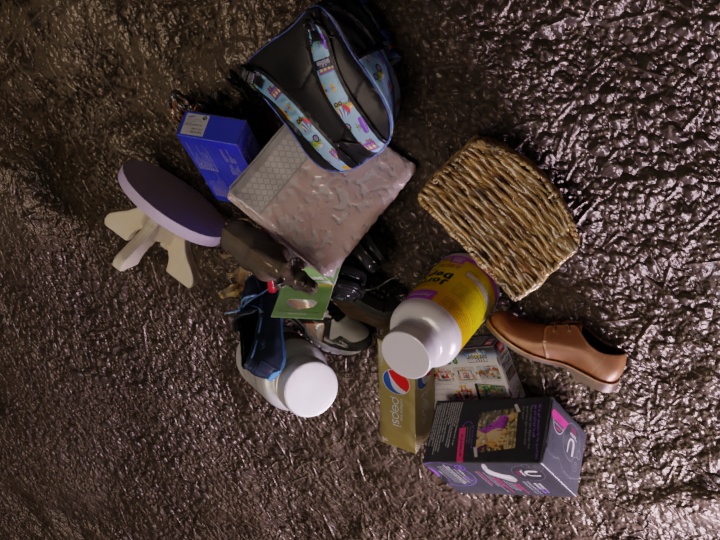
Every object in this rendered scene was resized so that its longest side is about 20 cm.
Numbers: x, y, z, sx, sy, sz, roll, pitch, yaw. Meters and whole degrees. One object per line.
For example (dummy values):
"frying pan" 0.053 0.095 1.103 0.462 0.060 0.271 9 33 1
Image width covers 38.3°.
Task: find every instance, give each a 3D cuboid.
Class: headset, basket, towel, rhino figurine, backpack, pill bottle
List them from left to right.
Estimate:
"rhino figurine" -0.123 -0.012 1.409 0.200 0.060 0.087 33 176 44
"pill bottle" -0.115 0.158 1.644 0.200 0.114 0.114 27 140 62
"towel" -0.055 -0.122 1.436 0.191 0.200 0.032 38 172 10
"backpack" -0.028 -0.241 1.363 0.183 0.135 0.200 -29 99 41
"headset" 0.000 0.000 1.519 0.200 0.124 0.094 31 173 34
"pill bottle" 0.108 0.063 1.426 0.104 0.200 0.104 17 127 24
"basket" 0.189 -0.081 1.371 0.143 0.149 0.200 -44 90 11

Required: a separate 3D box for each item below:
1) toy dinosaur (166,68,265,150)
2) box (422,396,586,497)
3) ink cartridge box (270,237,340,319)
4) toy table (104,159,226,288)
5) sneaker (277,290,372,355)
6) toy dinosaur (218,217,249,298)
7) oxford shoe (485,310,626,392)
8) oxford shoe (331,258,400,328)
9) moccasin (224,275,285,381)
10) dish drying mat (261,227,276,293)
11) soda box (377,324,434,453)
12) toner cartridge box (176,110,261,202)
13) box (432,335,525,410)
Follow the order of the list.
"toy dinosaur" -0.195 -0.219 1.544 0.200 0.102 0.136 15 146 -5
"box" 0.211 0.259 1.522 0.200 0.106 0.122 -7 144 37
"ink cartridge box" -0.078 -0.033 1.491 0.104 0.200 0.059 1 153 37
"toy table" -0.319 -0.072 1.665 0.200 0.184 0.117 42 118 20
"sneaker" -0.067 0.061 1.633 0.200 0.074 0.080 30 130 14
"toy dinosaur" -0.162 -0.043 1.628 0.058 0.200 0.101 30 -179 -42
"oxford shoe" 0.271 0.093 1.431 0.200 0.071 0.071 22 120 9
"oxford shoe" -0.030 0.029 1.590 0.200 0.073 0.084 36 148 19
"moccasin" -0.160 0.076 1.585 0.068 0.200 0.081 18 122 -30
"dish drying mat" -0.128 -0.066 1.544 0.018 0.077 0.200 12 129 17
"soda box" 0.070 0.175 1.568 0.064 0.068 0.200 14 125 26
"toner cartridge box" -0.189 -0.157 1.513 0.095 0.043 0.200 13 160 14
"box" 0.141 0.158 1.579 0.200 0.035 0.110 -7 114 37
